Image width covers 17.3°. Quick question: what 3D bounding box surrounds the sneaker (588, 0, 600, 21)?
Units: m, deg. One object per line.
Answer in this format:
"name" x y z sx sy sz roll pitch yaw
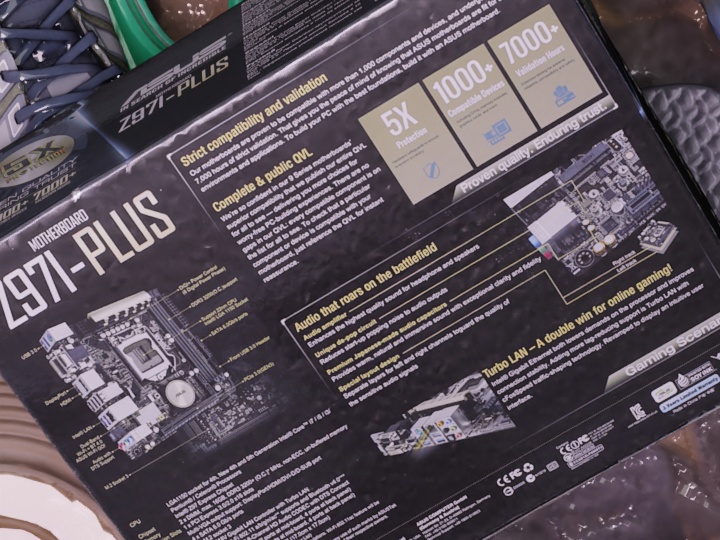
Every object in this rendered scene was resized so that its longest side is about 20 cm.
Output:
"sneaker" -0.003 -0.117 0.817 0.200 0.091 0.076 28 83 -8

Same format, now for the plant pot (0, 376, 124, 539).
"plant pot" -0.124 0.114 0.797 0.200 0.093 0.201 0 90 -7

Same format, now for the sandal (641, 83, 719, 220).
"sandal" 0.039 -0.028 0.828 0.200 0.043 0.076 2 91 13

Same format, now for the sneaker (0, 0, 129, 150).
"sneaker" -0.102 -0.069 0.774 0.074 0.081 0.200 -28 120 -20

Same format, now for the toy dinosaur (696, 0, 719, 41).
"toy dinosaur" 0.183 -0.068 0.818 0.105 0.200 0.182 -2 122 -23

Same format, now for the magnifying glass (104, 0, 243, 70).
"magnifying glass" -0.054 -0.048 0.807 0.022 0.080 0.200 -22 116 -38

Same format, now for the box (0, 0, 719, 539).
"box" 0.000 0.000 0.718 0.200 0.086 0.164 -31 112 9
